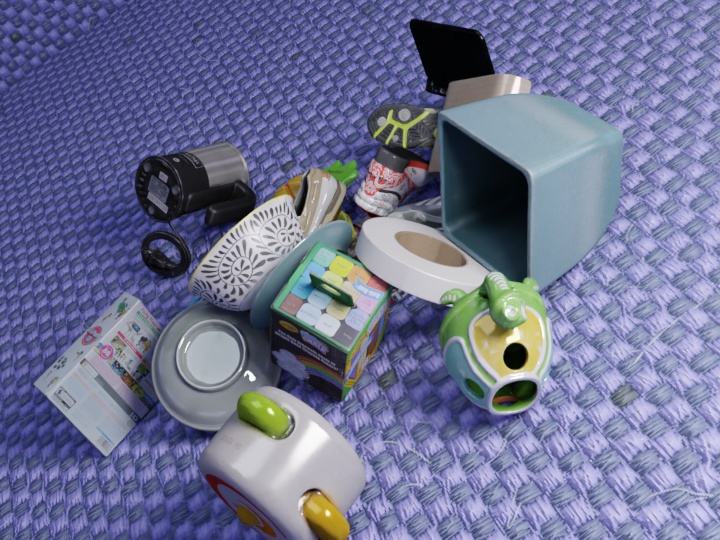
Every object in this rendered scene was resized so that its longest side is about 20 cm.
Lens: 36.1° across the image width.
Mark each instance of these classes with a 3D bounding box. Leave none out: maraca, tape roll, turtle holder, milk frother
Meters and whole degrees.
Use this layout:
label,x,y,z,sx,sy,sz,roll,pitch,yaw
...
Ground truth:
label,x,y,z,sx,sy,sz,roll,pitch,yaw
maraca,-0.081,-0.112,1.823,0.136,0.108,0.201,10,52,49
tape roll,0.090,-0.013,1.488,0.038,0.199,0.203,-69,27,20
turtle holder,0.173,0.083,1.305,0.186,0.139,0.133,-57,35,41
milk frother,-0.308,-0.112,2.015,0.187,0.181,0.200,-21,-21,-53

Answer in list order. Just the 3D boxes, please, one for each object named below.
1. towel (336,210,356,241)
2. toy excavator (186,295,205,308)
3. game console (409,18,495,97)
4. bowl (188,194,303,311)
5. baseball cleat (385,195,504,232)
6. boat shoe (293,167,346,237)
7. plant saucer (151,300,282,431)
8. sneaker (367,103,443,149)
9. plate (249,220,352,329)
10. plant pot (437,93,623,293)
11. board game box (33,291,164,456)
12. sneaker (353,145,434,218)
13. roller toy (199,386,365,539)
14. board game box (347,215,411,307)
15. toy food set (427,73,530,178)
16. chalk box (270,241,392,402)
label,x,y,z,sx,sy,sz,roll,pitch,yaw
towel,-0.076,0.004,1.689,0.201,0.018,0.086,-52,21,13
toy excavator,-0.226,0.046,1.778,0.196,0.100,0.199,-54,23,-18
game console,0.190,-0.326,1.765,0.173,0.119,0.199,-1,17,-32
bowl,-0.143,-0.005,1.589,0.200,0.094,0.201,-43,-7,-7
baseball cleat,0.135,-0.089,1.649,0.196,0.071,0.107,-2,38,23
boat shoe,-0.097,-0.063,1.706,0.074,0.068,0.203,0,61,60
plant saucer,-0.211,0.128,1.599,0.196,0.050,0.204,-2,67,4
sneaker,0.108,-0.227,1.795,0.196,0.076,0.077,5,84,15
plate,-0.076,0.014,1.566,0.200,0.201,0.026,-43,72,-12
plant pot,0.239,-0.122,1.463,0.198,0.199,0.196,-25,41,-22
board game box,-0.381,0.160,1.718,0.200,0.148,0.064,-47,33,-18
sneaker,0.052,-0.131,1.720,0.067,0.201,0.109,32,103,17
roller toy,-0.096,0.248,1.326,0.140,0.199,0.182,-49,1,-22
board game box,0.000,0.000,1.678,0.134,0.035,0.201,-30,34,9
toy food set,0.176,-0.209,1.650,0.199,0.059,0.146,8,83,65
chalk box,-0.039,0.058,1.465,0.123,0.201,0.125,29,60,11
